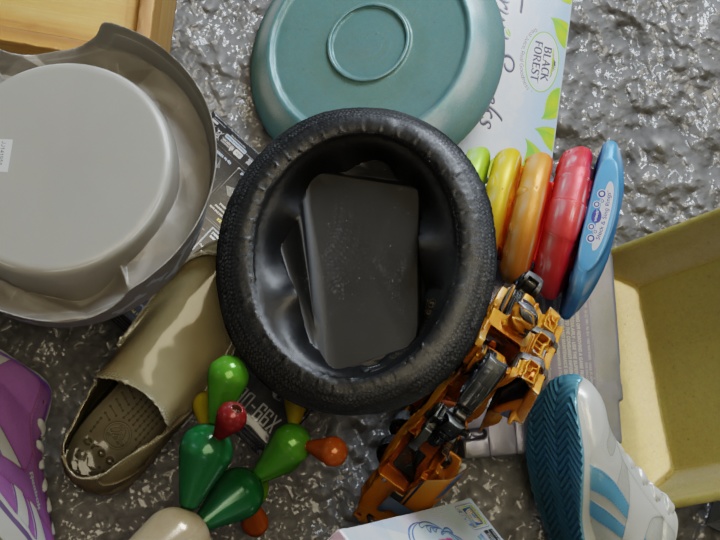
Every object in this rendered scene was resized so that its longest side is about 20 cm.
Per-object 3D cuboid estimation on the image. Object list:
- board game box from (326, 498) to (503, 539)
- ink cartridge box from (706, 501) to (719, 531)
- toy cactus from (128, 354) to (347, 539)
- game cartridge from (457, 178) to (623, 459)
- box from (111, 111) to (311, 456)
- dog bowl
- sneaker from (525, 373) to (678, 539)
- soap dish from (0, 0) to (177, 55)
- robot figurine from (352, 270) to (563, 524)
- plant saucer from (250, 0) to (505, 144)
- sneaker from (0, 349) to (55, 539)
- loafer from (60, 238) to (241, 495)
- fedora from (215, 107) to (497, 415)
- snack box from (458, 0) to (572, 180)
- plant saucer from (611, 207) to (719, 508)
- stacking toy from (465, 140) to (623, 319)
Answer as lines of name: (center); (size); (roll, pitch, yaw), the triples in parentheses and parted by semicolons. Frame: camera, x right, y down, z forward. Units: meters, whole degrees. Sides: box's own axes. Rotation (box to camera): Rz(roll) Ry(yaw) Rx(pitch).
board game box: (0.077, 0.237, 0.838); (0.043, 0.199, 0.200); (-45, 69, 16)
ink cartridge box: (0.367, 0.128, 1.057); (0.145, 0.084, 0.202); (25, 72, -6)
toy cactus: (-0.086, 0.162, 0.882); (0.102, 0.202, 0.165); (24, 38, 31)
game cartridge: (0.128, 0.034, 1.028); (0.128, 0.038, 0.203); (-4, 89, -13)
box: (-0.087, 0.011, 0.995); (0.200, 0.050, 0.158); (41, 71, 0)
dog bowl: (-0.185, -0.056, 0.862); (0.198, 0.059, 0.202); (-1, 67, 1)
sneaker: (0.177, 0.164, 0.993); (0.080, 0.076, 0.202); (-20, 105, -21)
soap dish: (-0.231, -0.207, 1.000); (0.198, 0.081, 0.159); (8, 74, -13)
robot figurine: (0.068, 0.090, 0.923); (0.058, 0.200, 0.145); (34, 41, -2)
plant saucer: (0.008, -0.166, 1.031); (0.198, 0.027, 0.202); (-5, 71, 14)
sneaker: (-0.221, 0.139, 0.906); (0.114, 0.072, 0.202); (-50, 125, -48)
loafer: (-0.130, 0.069, 0.914); (0.076, 0.067, 0.201); (33, 94, 1)
fedora: (0.000, 0.000, 0.903); (0.198, 0.092, 0.203); (-2, 74, 6)
snack box: (0.087, -0.165, 1.081); (0.141, 0.053, 0.202); (12, 75, -12)
plant saucer: (0.263, 0.064, 1.006); (0.048, 0.199, 0.202); (2, 74, -39)
stacking toy: (0.079, -0.048, 0.968); (0.198, 0.110, 0.117); (15, 79, 7)
